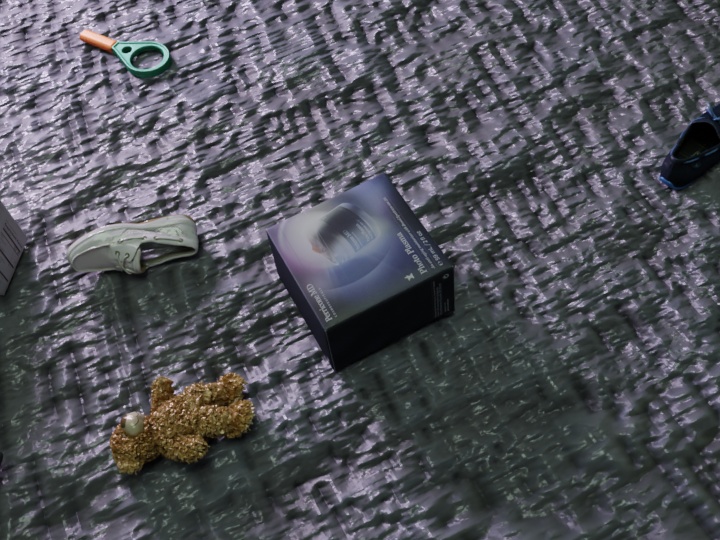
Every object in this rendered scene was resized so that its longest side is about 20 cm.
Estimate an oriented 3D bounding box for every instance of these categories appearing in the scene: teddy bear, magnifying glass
[{"bbox_3d":[-0.238,0.196,1.154,0.199,0.067,0.145,-6,53,1],"label":"teddy bear"},{"bbox_3d":[-0.440,-0.410,1.622,0.200,0.022,0.080,23,61,21],"label":"magnifying glass"}]

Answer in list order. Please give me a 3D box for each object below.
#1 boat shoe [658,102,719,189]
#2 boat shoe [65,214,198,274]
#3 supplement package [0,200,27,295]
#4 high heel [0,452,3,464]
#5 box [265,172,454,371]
[{"bbox_3d":[0.540,-0.202,1.343,0.084,0.069,0.200,30,63,24],"label":"boat shoe"},{"bbox_3d":[-0.344,-0.029,1.317,0.199,0.071,0.069,-16,53,-6],"label":"boat shoe"},{"bbox_3d":[-0.641,-0.054,1.315,0.199,0.156,0.111,5,58,9],"label":"supplement package"},{"bbox_3d":[-0.573,0.228,1.159,0.142,0.071,0.200,-36,76,-10],"label":"high heel"},{"bbox_3d":[0.000,0.000,1.231,0.198,0.123,0.200,-27,57,-11],"label":"box"}]
